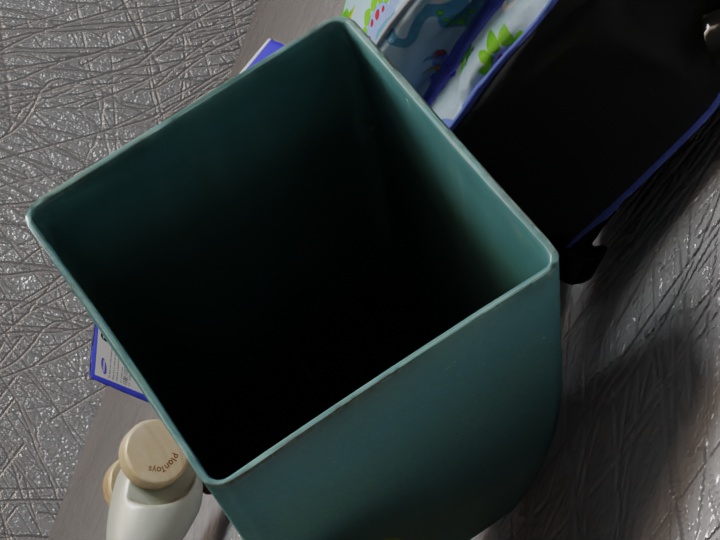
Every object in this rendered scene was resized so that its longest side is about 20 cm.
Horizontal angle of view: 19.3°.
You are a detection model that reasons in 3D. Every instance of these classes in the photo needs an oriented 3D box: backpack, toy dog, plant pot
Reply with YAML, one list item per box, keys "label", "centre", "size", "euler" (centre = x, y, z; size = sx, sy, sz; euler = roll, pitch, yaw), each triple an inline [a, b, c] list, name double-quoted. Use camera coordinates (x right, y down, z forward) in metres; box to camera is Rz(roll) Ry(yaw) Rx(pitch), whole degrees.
- label: "backpack"
  centre: [0.080, -0.130, 0.875]
  size: [0.183, 0.147, 0.200]
  euler: [-53, 15, 49]
- label: "toy dog"
  centre: [-0.139, 0.209, 1.538]
  size: [0.132, 0.096, 0.200]
  euler: [-179, 97, -76]
- label: "plant pot"
  centre: [-0.009, 0.039, 0.813]
  size: [0.141, 0.141, 0.200]
  euler: [-33, -32, -9]

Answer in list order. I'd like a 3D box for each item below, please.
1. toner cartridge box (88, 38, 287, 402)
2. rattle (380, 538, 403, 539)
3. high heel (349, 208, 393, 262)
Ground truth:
- label: "toner cartridge box"
  centre: [-0.075, -0.029, 1.100]
  size: [0.200, 0.043, 0.095]
  euler: [-57, -15, -48]
- label: "rattle"
  centre: [0.015, 0.205, 0.726]
  size: [0.143, 0.130, 0.200]
  euler: [107, 150, -44]
- label: "high heel"
  centre: [0.008, -0.051, 0.946]
  size: [0.071, 0.200, 0.143]
  euler: [-29, 38, 42]
